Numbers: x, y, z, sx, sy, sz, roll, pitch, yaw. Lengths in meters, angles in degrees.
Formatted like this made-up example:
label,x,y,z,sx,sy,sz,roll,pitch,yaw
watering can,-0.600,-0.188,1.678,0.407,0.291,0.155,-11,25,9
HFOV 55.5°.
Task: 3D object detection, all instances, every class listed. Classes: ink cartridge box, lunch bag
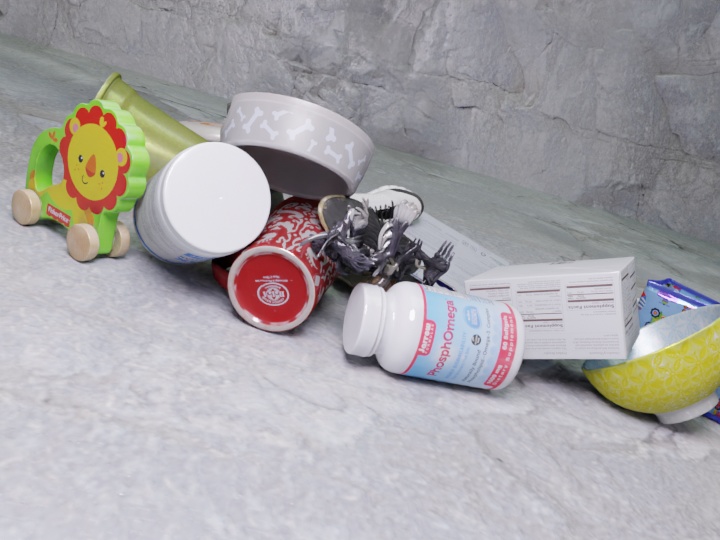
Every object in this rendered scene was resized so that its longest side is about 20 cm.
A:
label,x,y,z,sx,sy,sz,roll,pitch,yaw
ink cartridge box,0.140,-0.003,1.125,0.195,0.043,0.200,32,36,2
lunch bag,0.496,0.121,0.994,0.094,0.152,0.199,-2,25,-46

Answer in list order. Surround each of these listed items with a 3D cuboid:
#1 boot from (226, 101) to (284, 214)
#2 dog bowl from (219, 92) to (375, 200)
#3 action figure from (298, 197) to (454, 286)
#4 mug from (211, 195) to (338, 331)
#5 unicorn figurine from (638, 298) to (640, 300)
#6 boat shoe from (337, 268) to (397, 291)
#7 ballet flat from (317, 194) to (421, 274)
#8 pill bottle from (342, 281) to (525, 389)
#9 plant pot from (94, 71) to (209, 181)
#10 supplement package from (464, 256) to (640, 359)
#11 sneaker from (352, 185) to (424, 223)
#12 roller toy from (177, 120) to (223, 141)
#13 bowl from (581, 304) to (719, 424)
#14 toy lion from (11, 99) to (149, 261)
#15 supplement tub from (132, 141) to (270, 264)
label,x,y,z,sx,sy,sz,roll,pitch,yaw
boot,-0.181,-0.147,1.018,0.180,0.202,0.073,-7,10,19
dog bowl,-0.084,-0.146,0.851,0.198,0.059,0.200,15,-12,3
action figure,0.019,-0.038,0.816,0.118,0.103,0.199,18,3,43
mug,-0.105,0.002,0.891,0.134,0.177,0.200,53,18,-11
unicorn figurine,0.596,0.093,1.341,0.199,0.074,0.137,21,0,-43
boat shoe,0.000,0.000,1.050,0.072,0.076,0.200,44,2,-34
ballet flat,0.008,-0.044,0.917,0.199,0.067,0.057,32,-2,-44
pill bottle,0.085,0.074,0.812,0.198,0.110,0.109,12,18,-16
plant pot,-0.350,-0.188,1.114,0.183,0.202,0.201,24,15,-16
supplement package,0.264,0.051,0.930,0.198,0.112,0.155,-4,6,29
sneaker,0.015,-0.091,1.085,0.198,0.074,0.080,-5,22,-21
roller toy,-0.265,-0.201,1.281,0.199,0.141,0.182,-5,18,-41
bowl,0.407,0.135,0.900,0.108,0.199,0.200,64,27,4
toy lion,-0.349,-0.124,0.865,0.199,0.193,0.068,25,19,27
supplement tub,-0.204,-0.077,0.855,0.131,0.133,0.200,8,-6,-26
